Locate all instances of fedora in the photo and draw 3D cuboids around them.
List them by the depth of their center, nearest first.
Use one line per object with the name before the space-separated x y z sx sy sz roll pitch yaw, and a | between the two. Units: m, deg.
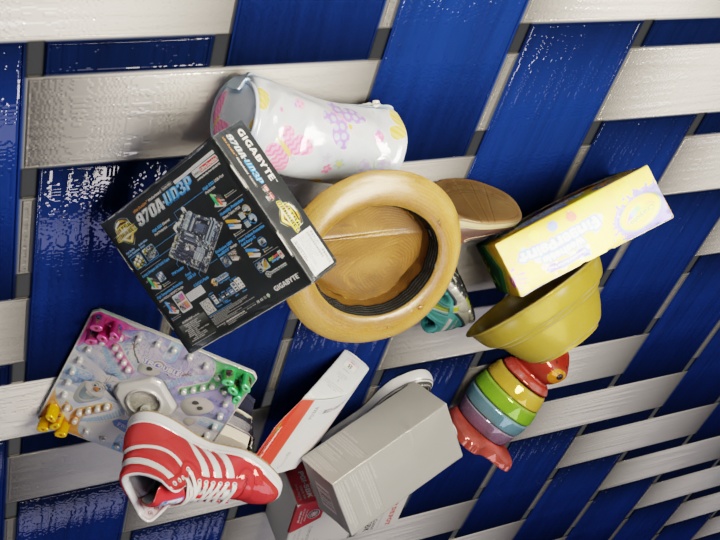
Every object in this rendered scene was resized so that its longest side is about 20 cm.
fedora | 0.002 -0.023 1.115 0.200 0.082 0.201 -12 118 -23

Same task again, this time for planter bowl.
planter bowl | 0.237 0.058 1.385 0.200 0.084 0.200 -34 -179 1

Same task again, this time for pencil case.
pencil case | -0.048 -0.133 1.087 0.200 0.083 0.091 5 115 -39

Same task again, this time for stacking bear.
stacking bear | 0.229 0.177 1.641 0.121 0.114 0.200 33 103 -36

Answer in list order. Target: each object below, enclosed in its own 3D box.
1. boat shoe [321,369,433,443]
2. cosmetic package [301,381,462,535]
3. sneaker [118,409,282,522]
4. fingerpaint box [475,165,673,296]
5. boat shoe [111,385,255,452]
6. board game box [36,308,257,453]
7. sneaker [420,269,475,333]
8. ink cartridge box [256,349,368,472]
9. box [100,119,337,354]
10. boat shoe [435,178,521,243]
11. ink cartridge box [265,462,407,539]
boat shoe | 0.030 0.222 1.597 0.200 0.066 0.070 -36 144 11
cosmetic package | 0.032 0.254 1.512 0.200 0.090 0.107 -32 125 -24
sneaker | -0.184 0.246 1.261 0.200 0.113 0.071 27 123 -17
fingerpaint box | 0.250 -0.048 1.335 0.200 0.073 0.167 -27 -178 0
boat shoe | -0.219 0.163 1.364 0.200 0.093 0.075 31 124 -19
board game box | -0.250 0.153 1.281 0.200 0.026 0.200 24 125 -16
sneaker | 0.091 0.026 1.391 0.080 0.078 0.200 -21 145 5
ink cartridge box | -0.079 0.211 1.440 0.163 0.057 0.200 -57 177 35
box | -0.138 -0.025 1.048 0.200 0.159 0.046 -30 -174 41
boat shoe | 0.088 -0.056 1.288 0.200 0.072 0.072 -5 142 -23
ink cartridge box | -0.031 0.343 1.695 0.200 0.083 0.147 -9 140 -24
